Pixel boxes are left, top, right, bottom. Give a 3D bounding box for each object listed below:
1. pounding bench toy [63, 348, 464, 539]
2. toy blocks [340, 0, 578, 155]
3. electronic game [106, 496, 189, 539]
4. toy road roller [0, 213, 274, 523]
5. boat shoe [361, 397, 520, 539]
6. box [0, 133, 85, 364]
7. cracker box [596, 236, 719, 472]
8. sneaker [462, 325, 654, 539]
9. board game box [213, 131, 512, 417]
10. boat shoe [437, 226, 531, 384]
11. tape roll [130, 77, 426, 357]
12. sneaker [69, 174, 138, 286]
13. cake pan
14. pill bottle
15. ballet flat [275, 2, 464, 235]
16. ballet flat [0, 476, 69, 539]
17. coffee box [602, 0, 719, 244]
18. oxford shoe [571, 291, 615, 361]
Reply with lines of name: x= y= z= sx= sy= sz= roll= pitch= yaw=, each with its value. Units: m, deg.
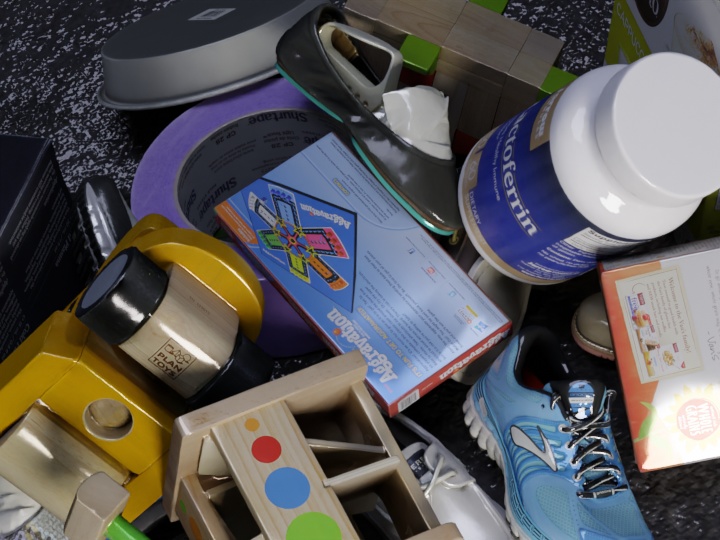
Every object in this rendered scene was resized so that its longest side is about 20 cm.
pounding bench toy: x=-0.061 y=0.172 z=1.577 sx=0.200 sy=0.124 sz=0.156 roll=-20 pitch=65 yaw=-19
toy blocks: x=0.057 y=-0.133 z=1.884 sx=0.200 sy=0.137 sz=0.100 roll=23 pitch=53 yaw=8
electronic game: x=-0.100 y=0.199 z=1.679 sx=0.200 sy=0.042 sz=0.200 roll=-7 pitch=47 yaw=8
toy road roller: x=-0.146 y=0.055 z=1.666 sx=0.200 sy=0.123 sz=0.146 roll=-43 pitch=18 yaw=25
boat shoe: x=0.038 y=0.139 z=1.681 sx=0.072 sy=0.066 sz=0.200 roll=-33 pitch=49 yaw=-16
box: x=-0.266 y=0.038 z=1.772 sx=0.104 sy=0.182 sz=0.200 roll=5 pitch=49 yaw=20
cracker box: x=0.261 y=0.042 z=1.666 sx=0.200 sy=0.134 sz=0.058 roll=-11 pitch=8 yaw=4
sneaker: x=0.129 y=0.112 z=1.651 sx=0.078 sy=0.090 sz=0.200 roll=-1 pitch=40 yaw=-30
board game box: x=0.000 y=0.000 z=1.744 sx=0.103 sy=0.019 sz=0.200 roll=-33 pitch=60 yaw=-16
boat shoe: x=0.083 y=-0.008 z=1.800 sx=0.059 sy=0.072 sz=0.200 roll=3 pitch=57 yaw=32
tape roll: x=-0.057 y=-0.039 z=1.857 sx=0.200 sy=0.085 sz=0.200 roll=-8 pitch=47 yaw=8
sneaker: x=-0.133 y=0.023 z=1.767 sx=0.080 sy=0.074 sz=0.200 roll=-24 pitch=85 yaw=-19
cake pan: x=-0.108 y=-0.175 z=1.968 sx=0.200 sy=0.037 sz=0.200 roll=-16 pitch=19 yaw=5
pill bottle: x=0.155 y=-0.067 z=1.689 sx=0.116 sy=0.200 sz=0.116 roll=7 pitch=73 yaw=-24
ballet flat: x=0.014 y=-0.111 z=1.784 sx=0.200 sy=0.068 sz=0.068 roll=47 pitch=115 yaw=26
ballet flat: x=-0.208 y=0.135 z=1.731 sx=0.072 sy=0.072 sz=0.200 roll=6 pitch=43 yaw=20
coffee box: x=0.295 y=-0.151 z=1.762 sx=0.200 sy=0.198 sz=0.200 roll=-8 pitch=45 yaw=-14
oxford shoe: x=0.237 y=0.017 z=1.736 sx=0.200 sy=0.074 sz=0.071 roll=-5 pitch=47 yaw=9
